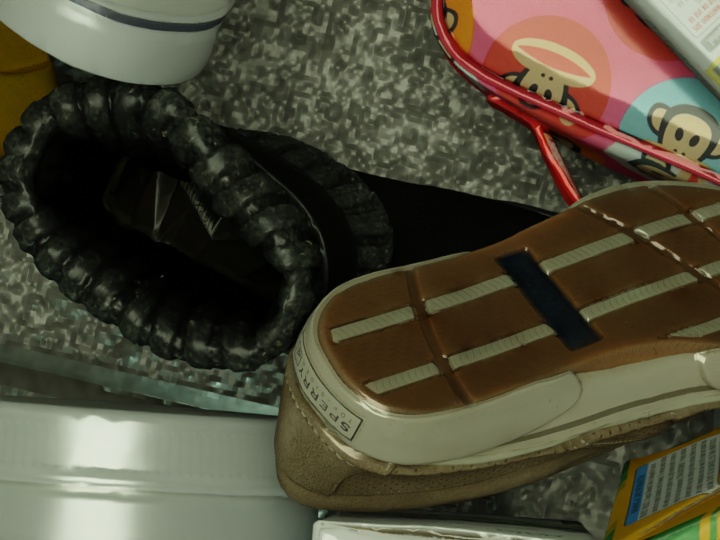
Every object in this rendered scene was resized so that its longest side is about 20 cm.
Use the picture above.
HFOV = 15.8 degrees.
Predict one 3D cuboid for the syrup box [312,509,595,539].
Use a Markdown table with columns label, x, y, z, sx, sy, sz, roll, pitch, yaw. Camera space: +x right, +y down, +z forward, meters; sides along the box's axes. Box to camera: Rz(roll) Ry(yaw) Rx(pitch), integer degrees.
| label | x | y | z | sx | sy | sz | roll | pitch | yaw |
| --- | --- | --- | --- | --- | --- | --- | --- | --- | --- |
| syrup box | 0.029 | 0.114 | 0.781 | 0.079 | 0.200 | 0.082 | 3 | 87 | 3 |

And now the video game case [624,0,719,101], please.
| label | x | y | z | sx | sy | sz | roll | pitch | yaw |
| --- | --- | --- | --- | --- | --- | --- | --- | --- | --- |
| video game case | 0.189 | -0.114 | 0.792 | 0.200 | 0.023 | 0.182 | -44 | 90 | 0 |

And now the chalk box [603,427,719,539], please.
| label | x | y | z | sx | sy | sz | roll | pitch | yaw |
| --- | --- | --- | --- | --- | --- | --- | --- | --- | --- |
| chalk box | 0.163 | 0.129 | 0.704 | 0.124 | 0.125 | 0.200 | -24 | 92 | 10 |

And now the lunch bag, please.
| label | x | y | z | sx | sy | sz | roll | pitch | yaw |
| --- | --- | --- | --- | --- | --- | --- | --- | --- | --- |
| lunch bag | 0.127 | -0.085 | 0.843 | 0.200 | 0.082 | 0.176 | 27 | 90 | 4 |

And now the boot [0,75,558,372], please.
| label | x | y | z | sx | sy | sz | roll | pitch | yaw |
| --- | --- | --- | --- | --- | --- | --- | --- | --- | --- |
| boot | -0.001 | 0.002 | 0.809 | 0.211 | 0.158 | 0.079 | 15 | 89 | 5 |

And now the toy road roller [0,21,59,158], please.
| label | x | y | z | sx | sy | sz | roll | pitch | yaw |
| --- | --- | --- | --- | --- | --- | --- | --- | --- | --- |
| toy road roller | -0.173 | -0.093 | 0.814 | 0.123 | 0.200 | 0.146 | -6 | 102 | 45 |

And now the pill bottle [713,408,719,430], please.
| label | x | y | z | sx | sy | sz | roll | pitch | yaw |
| --- | --- | --- | --- | --- | --- | --- | --- | --- | --- |
| pill bottle | 0.213 | 0.073 | 0.814 | 0.200 | 0.114 | 0.114 | -1 | 87 | 4 |

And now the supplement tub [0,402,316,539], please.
| label | x | y | z | sx | sy | sz | roll | pitch | yaw |
| --- | --- | --- | --- | --- | --- | --- | --- | --- | --- |
| supplement tub | -0.083 | 0.142 | 0.815 | 0.132 | 0.132 | 0.200 | 4 | 89 | 4 |

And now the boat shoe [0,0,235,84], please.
| label | x | y | z | sx | sy | sz | roll | pitch | yaw |
| --- | --- | --- | --- | --- | --- | --- | --- | --- | --- |
| boat shoe | -0.054 | -0.114 | 0.796 | 0.072 | 0.200 | 0.066 | 28 | 115 | 6 |

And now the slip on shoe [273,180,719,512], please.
| label | x | y | z | sx | sy | sz | roll | pitch | yaw |
| --- | --- | --- | --- | --- | --- | --- | --- | --- | --- |
| slip on shoe | 0.063 | 0.027 | 0.766 | 0.200 | 0.061 | 0.076 | -16 | 55 | -35 |
